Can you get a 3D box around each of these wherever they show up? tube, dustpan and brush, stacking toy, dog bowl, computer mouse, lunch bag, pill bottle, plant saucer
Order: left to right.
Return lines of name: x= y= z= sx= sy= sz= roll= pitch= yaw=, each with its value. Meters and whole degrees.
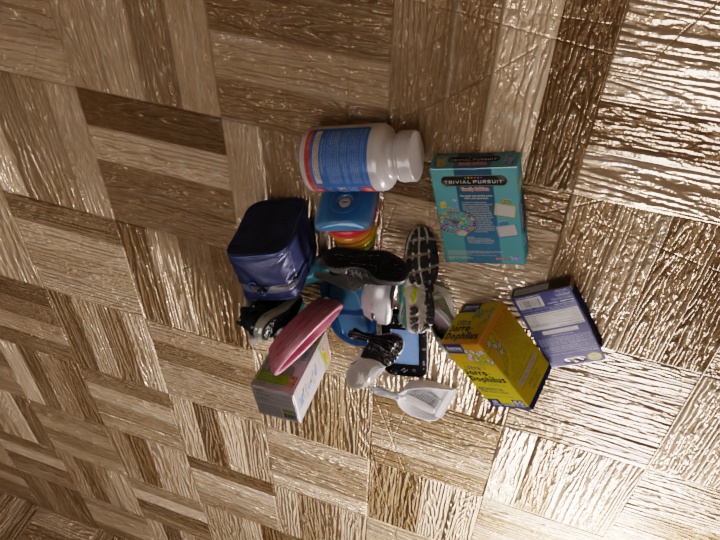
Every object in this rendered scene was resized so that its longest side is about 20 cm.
lunch bag: x=-0.166 y=-0.030 z=1.273 sx=0.132 sy=0.202 sz=0.134 roll=-1 pitch=133 yaw=19
tube: x=-0.121 y=0.009 z=1.340 sx=0.196 sy=0.078 sz=0.051 roll=-21 pitch=113 yaw=9
plant saucer: x=-0.119 y=0.126 z=1.332 sx=0.051 sy=0.200 sz=0.201 roll=43 pitch=136 yaw=6
dog bowl: x=-0.018 y=0.075 z=1.407 sx=0.109 sy=0.050 sz=0.203 roll=3 pitch=131 yaw=23
stacking toy: x=-0.007 y=-0.064 z=1.251 sx=0.113 sy=0.112 sz=0.202 roll=-1 pitch=142 yaw=16
pill bottle: x=0.003 y=-0.191 z=1.107 sx=0.195 sy=0.113 sz=0.114 roll=2 pitch=132 yaw=24
computer mouse: x=0.028 y=0.076 z=1.310 sx=0.108 sy=0.044 sz=0.204 roll=21 pitch=127 yaw=23
dustpan and brush: x=0.115 y=0.299 z=1.540 sx=0.196 sy=0.058 sz=0.141 roll=23 pitch=136 yaw=4

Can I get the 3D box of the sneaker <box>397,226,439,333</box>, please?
sneaker: x=0.098 y=0.017 z=1.242 sx=0.079 sy=0.076 sz=0.206 roll=20 pitch=108 yaw=59

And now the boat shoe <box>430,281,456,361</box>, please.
boat shoe: x=0.171 y=0.118 z=1.339 sx=0.073 sy=0.065 sz=0.205 roll=3 pitch=131 yaw=35

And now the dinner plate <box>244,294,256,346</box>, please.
dinner plate: x=-0.226 y=0.059 z=1.395 sx=0.024 sy=0.203 sz=0.203 roll=-1 pitch=134 yaw=-4

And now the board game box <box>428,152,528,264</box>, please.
board game box: x=0.210 y=-0.105 z=1.136 sx=0.147 sy=0.047 sz=0.203 roll=3 pitch=131 yaw=23

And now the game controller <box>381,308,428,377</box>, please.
game controller: x=0.100 y=0.164 z=1.438 sx=0.102 sy=0.043 sz=0.203 roll=10 pitch=134 yaw=17

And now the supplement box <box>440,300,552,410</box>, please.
supplement box: x=0.272 y=0.170 z=1.296 sx=0.201 sy=0.110 sz=0.108 roll=49 pitch=150 yaw=-21

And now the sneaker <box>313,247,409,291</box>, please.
sneaker: x=-0.001 y=0.003 z=1.232 sx=0.195 sy=0.061 sz=0.105 roll=11 pitch=158 yaw=12

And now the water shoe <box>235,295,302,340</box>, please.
water shoe: x=-0.177 y=0.076 z=1.293 sx=0.078 sy=0.200 sz=0.073 roll=26 pitch=104 yaw=10

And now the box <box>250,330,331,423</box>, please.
box: x=-0.156 y=0.232 z=1.506 sx=0.110 sy=0.202 sz=0.103 roll=9 pitch=134 yaw=19

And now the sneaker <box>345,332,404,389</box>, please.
sneaker: x=0.034 y=0.191 z=1.435 sx=0.072 sy=0.072 sz=0.200 roll=45 pitch=130 yaw=4

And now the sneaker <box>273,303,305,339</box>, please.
sneaker: x=-0.162 y=0.073 z=1.445 sx=0.076 sy=0.079 sz=0.205 roll=13 pitch=116 yaw=27

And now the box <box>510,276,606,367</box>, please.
box: x=0.385 y=0.104 z=1.255 sx=0.119 sy=0.033 sz=0.202 roll=-14 pitch=122 yaw=35
